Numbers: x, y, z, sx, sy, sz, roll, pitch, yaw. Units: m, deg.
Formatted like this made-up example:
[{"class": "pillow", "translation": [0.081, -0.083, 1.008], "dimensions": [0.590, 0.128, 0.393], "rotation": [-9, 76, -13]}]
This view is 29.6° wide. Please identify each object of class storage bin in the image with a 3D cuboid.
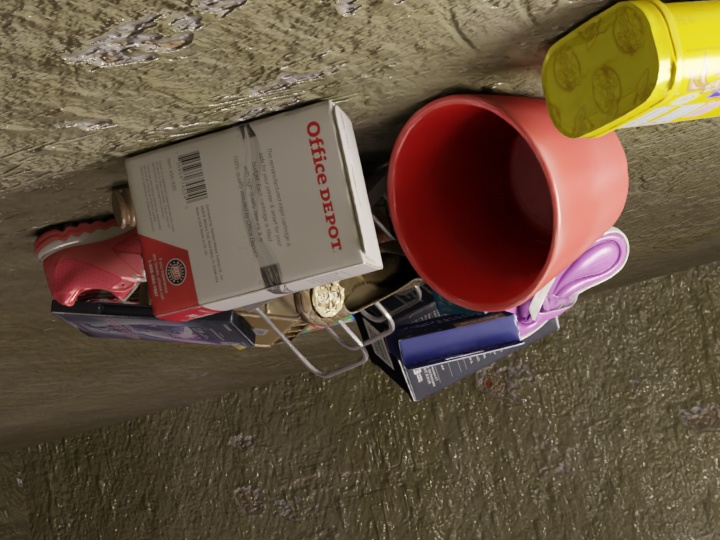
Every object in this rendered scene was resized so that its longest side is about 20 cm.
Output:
[{"class": "storage bin", "translation": [-0.156, 0.021, 1.575], "dimensions": [0.196, 0.095, 0.200], "rotation": [6, 167, -12]}]

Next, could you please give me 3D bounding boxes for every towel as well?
[{"class": "towel", "translation": [-0.261, 0.042, 1.811], "dimensions": [0.197, 0.023, 0.144], "rotation": [0, 174, 9]}]

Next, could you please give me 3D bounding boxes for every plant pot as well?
[{"class": "plant pot", "translation": [0.153, -0.078, 1.302], "dimensions": [0.199, 0.203, 0.176], "rotation": [-21, 178, 43]}]

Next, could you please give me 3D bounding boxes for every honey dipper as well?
[{"class": "honey dipper", "translation": [-0.143, -0.079, 1.331], "dimensions": [0.198, 0.038, 0.038], "rotation": [-14, 173, -22]}]

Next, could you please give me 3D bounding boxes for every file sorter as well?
[{"class": "file sorter", "translation": [0.000, 0.000, 1.445], "dimensions": [0.200, 0.125, 0.138], "rotation": [-47, -171, -29]}]

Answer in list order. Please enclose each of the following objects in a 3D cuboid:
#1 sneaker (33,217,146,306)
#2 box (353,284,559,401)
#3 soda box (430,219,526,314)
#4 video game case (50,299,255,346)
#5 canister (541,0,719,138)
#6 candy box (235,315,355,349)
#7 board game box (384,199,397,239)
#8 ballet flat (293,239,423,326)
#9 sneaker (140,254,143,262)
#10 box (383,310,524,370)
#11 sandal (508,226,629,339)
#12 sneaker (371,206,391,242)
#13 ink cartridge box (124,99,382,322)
[{"class": "sneaker", "translation": [-0.235, -0.014, 1.419], "dimensions": [0.197, 0.088, 0.074], "rotation": [-13, 173, 2]}, {"class": "box", "translation": [0.106, 0.044, 1.584], "dimensions": [0.198, 0.105, 0.148], "rotation": [-24, -158, -12]}, {"class": "soda box", "translation": [0.157, -0.022, 1.438], "dimensions": [0.067, 0.065, 0.199], "rotation": [-3, -160, 46]}, {"class": "video game case", "translation": [-0.225, 0.059, 1.507], "dimensions": [0.197, 0.019, 0.143], "rotation": [2, 167, 6]}, {"class": "canister", "translation": [0.275, -0.176, 1.159], "dimensions": [0.198, 0.088, 0.148], "rotation": [-10, 171, -30]}, {"class": "candy box", "translation": [-0.115, 0.060, 2.114], "dimensions": [0.197, 0.078, 0.169], "rotation": [-12, 172, 3]}, {"class": "board game box", "translation": [0.133, -0.093, 1.572], "dimensions": [0.163, 0.057, 0.200], "rotation": [-10, 171, -16]}, {"class": "ballet flat", "translation": [0.009, 0.008, 1.305], "dimensions": [0.046, 0.068, 0.199], "rotation": [5, -167, 36]}, {"class": "sneaker", "translation": [-0.128, -0.028, 1.359], "dimensions": [0.199, 0.081, 0.077], "rotation": [-22, -161, -40]}, {"class": "box", "translation": [0.092, 0.066, 1.387], "dimensions": [0.119, 0.033, 0.200], "rotation": [-12, -177, -4]}, {"class": "sandal", "translation": [0.219, 0.015, 1.511], "dimensions": [0.202, 0.083, 0.050], "rotation": [-35, -152, -12]}, {"class": "sneaker", "translation": [0.042, -0.042, 1.741], "dimensions": [0.198, 0.072, 0.079], "rotation": [7, 161, -43]}, {"class": "ink cartridge box", "translation": [-0.092, -0.049, 1.207], "dimensions": [0.197, 0.149, 0.083], "rotation": [-14, 172, 11]}]
